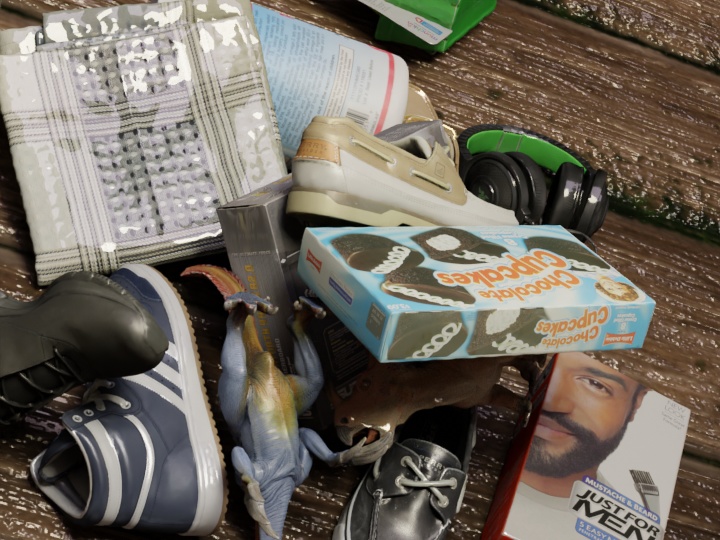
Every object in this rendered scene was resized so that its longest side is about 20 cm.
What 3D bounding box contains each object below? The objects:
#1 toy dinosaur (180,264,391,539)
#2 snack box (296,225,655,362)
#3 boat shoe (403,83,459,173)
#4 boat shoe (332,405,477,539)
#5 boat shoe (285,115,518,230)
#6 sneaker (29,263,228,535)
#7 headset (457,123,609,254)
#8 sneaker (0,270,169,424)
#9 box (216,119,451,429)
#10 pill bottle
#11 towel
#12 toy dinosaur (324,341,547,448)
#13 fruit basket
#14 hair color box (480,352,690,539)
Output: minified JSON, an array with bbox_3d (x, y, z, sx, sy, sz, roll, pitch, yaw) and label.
[{"bbox_3d":[-0.046,0.107,1.240,0.104,0.183,0.200,0,14,-21],"label":"toy dinosaur"},{"bbox_3d":[0.073,0.011,1.237,0.199,0.037,0.116,-1,28,-31],"label":"snack box"},{"bbox_3d":[0.048,-0.083,1.522,0.073,0.069,0.201,14,43,-19],"label":"boat shoe"},{"bbox_3d":[0.037,0.142,1.290,0.071,0.068,0.200,29,40,-2],"label":"boat shoe"},{"bbox_3d":[0.037,-0.055,1.310,0.199,0.074,0.069,12,84,-46],"label":"boat shoe"},{"bbox_3d":[-0.158,0.077,1.237,0.108,0.070,0.201,2,51,-32],"label":"sneaker"},{"bbox_3d":[0.137,-0.044,1.554,0.123,0.095,0.200,8,30,-19],"label":"headset"},{"bbox_3d":[-0.199,0.056,1.177,0.076,0.199,0.091,55,46,-34],"label":"sneaker"},{"bbox_3d":[0.000,0.000,1.357,0.200,0.048,0.160,-29,109,-45],"label":"box"},{"bbox_3d":[-0.071,-0.140,1.477,0.199,0.109,0.109,19,42,-15],"label":"pill bottle"},{"bbox_3d":[-0.149,-0.099,1.363,0.191,0.035,0.201,-10,69,-11],"label":"towel"},{"bbox_3d":[0.058,0.042,1.309,0.134,0.086,0.200,15,28,5],"label":"toy dinosaur"},{"bbox_3d":[0.021,-0.269,1.700,0.199,0.094,0.185,25,38,18],"label":"fruit basket"},{"bbox_3d":[0.154,0.154,1.353,0.110,0.064,0.201,27,39,-3],"label":"hair color box"}]
